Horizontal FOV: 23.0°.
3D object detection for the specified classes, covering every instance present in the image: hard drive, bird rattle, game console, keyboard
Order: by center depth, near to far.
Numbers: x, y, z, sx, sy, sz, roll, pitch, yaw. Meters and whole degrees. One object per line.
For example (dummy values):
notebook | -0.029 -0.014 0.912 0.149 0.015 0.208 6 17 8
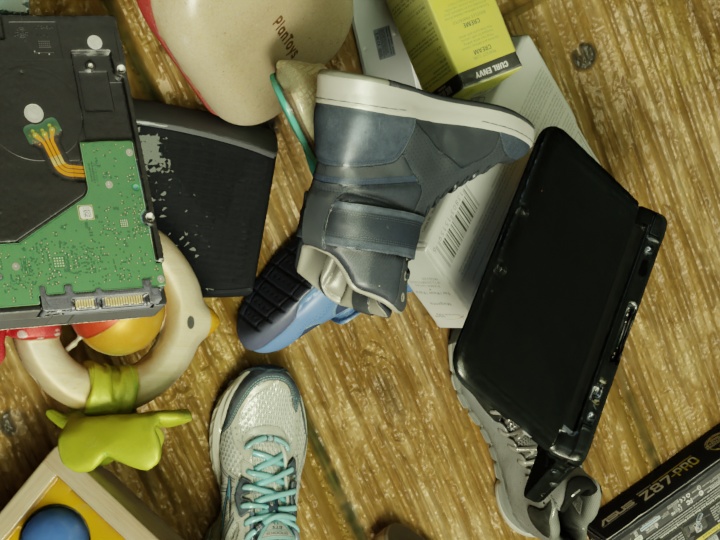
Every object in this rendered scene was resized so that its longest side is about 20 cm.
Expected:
hard drive | -0.205 -0.064 1.117 0.138 0.038 0.202 -5 71 -28
bird rattle | -0.185 0.036 1.168 0.163 0.113 0.200 -44 97 -20
hard drive | -0.155 -0.048 1.215 0.198 0.042 0.136 7 100 -24
game console | 0.128 0.034 1.242 0.115 0.176 0.201 24 66 0
keyboard | 0.024 -0.167 1.281 0.056 0.011 0.202 -18 109 -12

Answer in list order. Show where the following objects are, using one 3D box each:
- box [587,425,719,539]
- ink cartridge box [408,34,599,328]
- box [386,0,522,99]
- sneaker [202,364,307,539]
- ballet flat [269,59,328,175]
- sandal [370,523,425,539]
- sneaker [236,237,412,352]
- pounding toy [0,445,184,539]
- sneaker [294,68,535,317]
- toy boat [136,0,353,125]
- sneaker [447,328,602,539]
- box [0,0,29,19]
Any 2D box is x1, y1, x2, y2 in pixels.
box | 0.301 0.222 1.470 0.199 0.049 0.162 -34 111 -12
ink cartridge box | 0.107 -0.039 1.283 0.174 0.043 0.201 54 51 -39
box | 0.041 -0.215 1.206 0.050 0.075 0.202 -22 88 -17
sneaker | -0.066 0.170 1.281 0.077 0.086 0.202 1 102 -24
ballet flat | -0.016 -0.102 1.194 0.062 0.200 0.068 -25 76 0
sandal | 0.069 0.284 1.390 0.069 0.078 0.212 -38 110 24
sneaker | 0.000 0.000 1.276 0.200 0.074 0.082 -39 122 -6
pounding toy | -0.193 0.254 1.170 0.200 0.184 0.142 -50 160 -5
sneaker | 0.034 -0.044 1.143 0.201 0.076 0.148 4 94 -49
toy boat | -0.094 -0.195 1.166 0.131 0.131 0.200 -47 157 -6
sneaker | 0.136 0.125 1.339 0.075 0.115 0.202 -27 112 -15
box | -0.274 -0.263 1.115 0.135 0.038 0.202 0 103 -23
